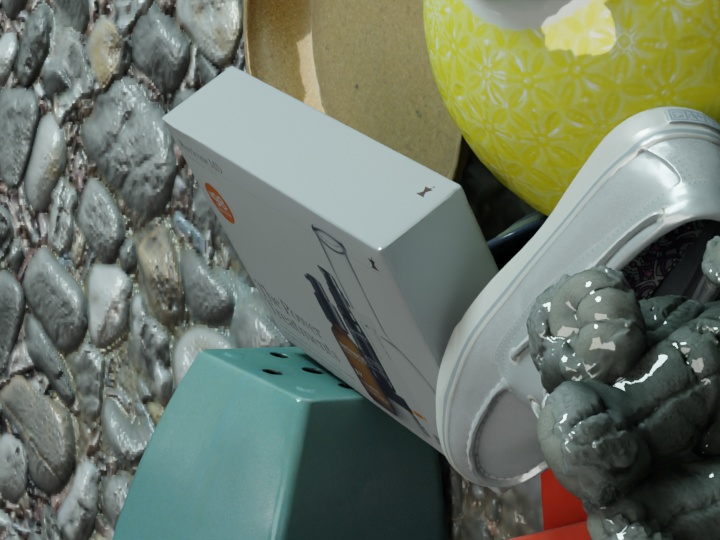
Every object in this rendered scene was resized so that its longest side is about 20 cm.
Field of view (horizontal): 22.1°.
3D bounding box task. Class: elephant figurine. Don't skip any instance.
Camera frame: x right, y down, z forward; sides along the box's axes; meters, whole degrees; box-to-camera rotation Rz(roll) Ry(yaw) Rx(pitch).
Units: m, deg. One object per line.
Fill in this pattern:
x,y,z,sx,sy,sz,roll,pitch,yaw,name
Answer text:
0.167,0.032,0.605,0.199,0.142,0.156,-30,34,17,elephant figurine

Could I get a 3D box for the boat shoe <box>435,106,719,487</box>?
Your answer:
0.090,0.030,0.725,0.200,0.072,0.069,-53,26,34,boat shoe

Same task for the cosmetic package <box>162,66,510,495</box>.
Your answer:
0.000,0.000,0.860,0.200,0.052,0.151,32,153,52,cosmetic package

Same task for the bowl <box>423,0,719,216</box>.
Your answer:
0.094,-0.127,0.740,0.199,0.107,0.202,-15,64,35,bowl

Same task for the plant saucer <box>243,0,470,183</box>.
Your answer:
0.006,-0.108,0.930,0.200,0.035,0.202,26,121,52,plant saucer

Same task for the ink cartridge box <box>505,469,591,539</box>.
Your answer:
0.103,0.151,0.819,0.109,0.050,0.201,-23,59,47,ink cartridge box

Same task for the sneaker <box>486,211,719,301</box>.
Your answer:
0.129,-0.004,0.787,0.199,0.081,0.074,-15,84,49,sneaker

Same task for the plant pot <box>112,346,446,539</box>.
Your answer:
-0.042,0.147,0.965,0.141,0.141,0.201,19,103,45,plant pot
